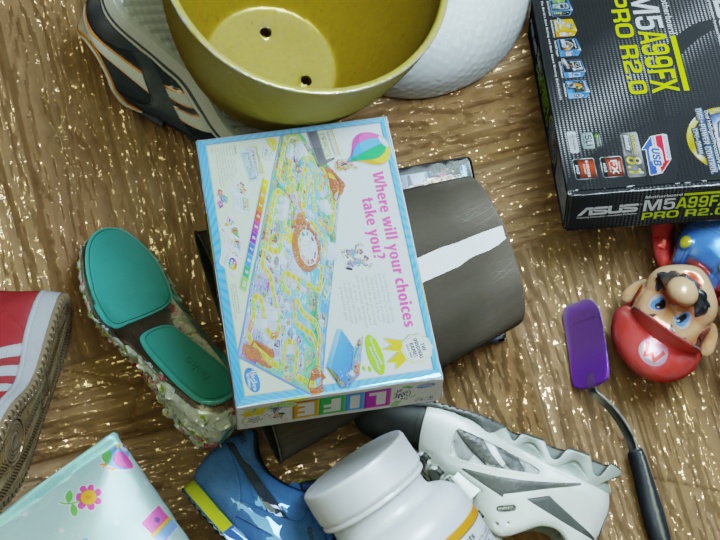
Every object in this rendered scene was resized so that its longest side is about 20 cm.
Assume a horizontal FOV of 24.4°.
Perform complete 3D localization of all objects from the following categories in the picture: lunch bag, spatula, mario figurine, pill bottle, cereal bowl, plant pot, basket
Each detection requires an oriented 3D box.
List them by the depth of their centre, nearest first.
[{"bbox_3d":[0.048,0.216,1.139,0.111,0.111,0.201,-33,94,-8],"label":"pill bottle"},{"bbox_3d":[-0.203,0.240,1.144,0.199,0.122,0.171,-36,83,-14],"label":"lunch bag"},{"bbox_3d":[-0.052,-0.176,1.165,0.198,0.142,0.202,6,64,-13],"label":"plant pot"},{"bbox_3d":[0.005,0.020,1.172,0.198,0.136,0.182,-19,61,-8],"label":"basket"},{"bbox_3d":[0.255,-0.007,1.208,0.201,0.123,0.106,-54,127,-17],"label":"mario figurine"},{"bbox_3d":[0.191,0.119,1.219,0.020,0.056,0.202,-19,85,-25],"label":"spatula"},{"bbox_3d":[0.038,-0.239,1.270,0.198,0.083,0.203,0,78,0],"label":"cereal bowl"}]

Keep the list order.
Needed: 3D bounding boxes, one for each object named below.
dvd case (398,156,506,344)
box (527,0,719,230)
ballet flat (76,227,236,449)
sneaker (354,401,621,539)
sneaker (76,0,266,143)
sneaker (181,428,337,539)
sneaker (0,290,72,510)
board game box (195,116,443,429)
[{"bbox_3d":[0.000,0.000,1.251,0.198,0.018,0.144,-10,78,-2],"label":"dvd case"},{"bbox_3d":[0.215,-0.126,1.231,0.158,0.044,0.202,-4,55,-1],"label":"box"},{"bbox_3d":[-0.150,0.054,1.206,0.075,0.064,0.200,-19,52,-26],"label":"ballet flat"},{"bbox_3d":[0.082,0.152,1.192,0.198,0.074,0.089,19,76,3],"label":"sneaker"},{"bbox_3d":[-0.127,-0.142,1.255,0.200,0.079,0.079,45,51,-16],"label":"sneaker"},{"bbox_3d":[-0.037,0.200,1.184,0.078,0.066,0.200,-42,81,-9],"label":"sneaker"},{"bbox_3d":[-0.280,0.087,1.171,0.111,0.072,0.201,7,41,4],"label":"sneaker"},{"bbox_3d":[-0.030,-0.002,1.092,0.133,0.034,0.202,-7,61,-6],"label":"board game box"}]
